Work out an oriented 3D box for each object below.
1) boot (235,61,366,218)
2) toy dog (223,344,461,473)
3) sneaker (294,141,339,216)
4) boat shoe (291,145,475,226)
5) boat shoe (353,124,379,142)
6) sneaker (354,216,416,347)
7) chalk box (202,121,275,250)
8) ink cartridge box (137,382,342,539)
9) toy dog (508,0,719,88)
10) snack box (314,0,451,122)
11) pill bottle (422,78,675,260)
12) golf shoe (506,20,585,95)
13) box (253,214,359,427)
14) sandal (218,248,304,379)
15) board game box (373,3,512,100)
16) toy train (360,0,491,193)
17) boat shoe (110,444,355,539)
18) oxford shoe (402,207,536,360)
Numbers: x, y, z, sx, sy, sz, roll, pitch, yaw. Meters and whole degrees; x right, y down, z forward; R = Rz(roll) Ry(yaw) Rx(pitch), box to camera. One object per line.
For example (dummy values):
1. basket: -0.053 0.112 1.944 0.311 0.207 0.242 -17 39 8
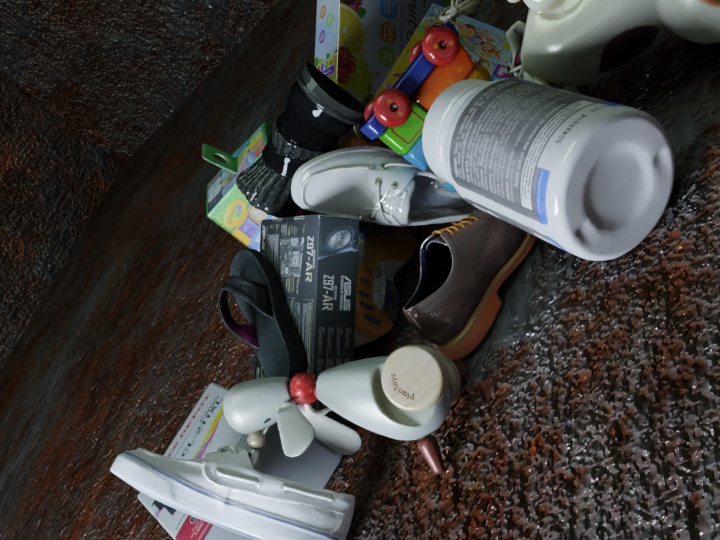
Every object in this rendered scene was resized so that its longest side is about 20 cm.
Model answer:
1. boot: -0.067 -0.127 0.931 0.158 0.079 0.211 -53 5 7
2. toy dog: -0.005 0.121 0.708 0.200 0.132 0.097 -18 74 36
3. sneaker: -0.052 -0.090 1.044 0.095 0.079 0.201 -37 40 58
4. boat shoe: 0.034 -0.076 0.866 0.069 0.199 0.071 -110 20 -56
5. boat shoe: 0.065 -0.249 1.201 0.200 0.072 0.068 -42 21 16
6. sneaker: 0.000 0.000 0.943 0.088 0.075 0.200 -38 23 41
7. chalk box: -0.120 -0.104 1.166 0.124 0.200 0.125 -45 24 13
8. ink cartridge box: -0.124 0.201 0.861 0.146 0.083 0.200 -58 24 -14
9. toy dog: 0.227 -0.229 0.723 0.199 0.139 0.195 -3 72 35
10. snack box: 0.031 -0.283 1.095 0.068 0.168 0.201 -7 78 59
11. pill bottle: 0.139 -0.091 0.711 0.114 0.114 0.200 -52 34 -1
12. golf shoe: 0.172 -0.164 0.843 0.077 0.088 0.200 -38 27 26
13. box: -0.058 0.046 0.890 0.160 0.043 0.201 1 88 64
14. sandal: -0.107 0.042 0.884 0.201 0.048 0.076 57 138 49
15. board game box: 0.104 -0.198 0.941 0.034 0.134 0.200 107 -173 -49
16. toy train: 0.101 -0.179 0.826 0.200 0.116 0.085 -52 9 0
17. boat shoe: -0.102 0.177 0.728 0.074 0.199 0.066 108 -177 -69
18. oxford shoe: 0.100 -0.024 0.783 0.071 0.073 0.200 -20 38 53
